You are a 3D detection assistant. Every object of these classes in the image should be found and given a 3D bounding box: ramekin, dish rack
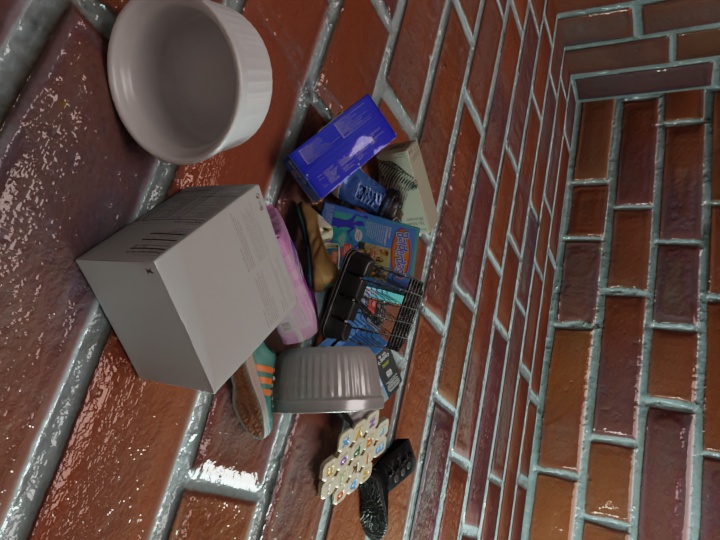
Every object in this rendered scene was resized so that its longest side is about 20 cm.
[{"bbox_3d":[-0.207,-0.240,0.723,0.098,0.198,0.203,-35,121,-61],"label":"ramekin"},{"bbox_3d":[0.031,0.061,0.996,0.199,0.054,0.155,19,92,-50],"label":"dish rack"},{"bbox_3d":[-0.059,0.190,1.005,0.199,0.198,0.107,18,67,-58],"label":"ramekin"}]

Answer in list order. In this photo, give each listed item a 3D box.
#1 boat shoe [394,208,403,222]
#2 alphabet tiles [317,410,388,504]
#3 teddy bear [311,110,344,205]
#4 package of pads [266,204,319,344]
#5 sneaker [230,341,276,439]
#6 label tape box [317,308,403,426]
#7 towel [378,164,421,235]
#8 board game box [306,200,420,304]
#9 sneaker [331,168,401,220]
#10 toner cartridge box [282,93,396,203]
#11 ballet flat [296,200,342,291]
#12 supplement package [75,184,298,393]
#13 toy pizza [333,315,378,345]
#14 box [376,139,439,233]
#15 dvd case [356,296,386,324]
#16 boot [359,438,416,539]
[{"bbox_3d":[0.055,-0.080,1.227,0.200,0.057,0.067,-38,154,-55],"label":"boat shoe"},{"bbox_3d":[-0.013,0.385,1.198,0.199,0.015,0.198,-25,130,-43],"label":"alphabet tiles"},{"bbox_3d":[-0.054,-0.216,1.106,0.200,0.066,0.147,-45,132,-49],"label":"teddy bear"},{"bbox_3d":[-0.130,0.008,0.938,0.121,0.075,0.202,-106,178,-57],"label":"package of pads"},{"bbox_3d":[-0.165,0.171,0.934,0.080,0.071,0.203,-28,115,-51],"label":"sneaker"},{"bbox_3d":[-0.004,0.202,1.164,0.144,0.063,0.201,-40,132,-22],"label":"label tape box"},{"bbox_3d":[0.101,-0.168,1.389,0.199,0.030,0.149,11,75,-57],"label":"towel"},{"bbox_3d":[0.007,-0.033,1.098,0.045,0.197,0.154,119,-16,-63],"label":"board game box"},{"bbox_3d":[0.023,-0.146,1.136,0.077,0.110,0.200,-61,162,4],"label":"sneaker"},{"bbox_3d":[-0.035,-0.219,1.031,0.200,0.043,0.095,-42,102,-21],"label":"toner cartridge box"},{"bbox_3d":[-0.071,-0.046,1.012,0.069,0.062,0.202,89,-10,-52],"label":"ballet flat"},{"bbox_3d":[-0.215,0.016,0.764,0.200,0.145,0.193,-49,132,-47],"label":"supplement package"},{"bbox_3d":[-0.015,0.094,1.225,0.199,0.031,0.203,0,90,-57],"label":"toy pizza"},{"bbox_3d":[0.109,-0.185,1.305,0.068,0.081,0.202,-51,128,-48],"label":"box"},{"bbox_3d":[0.000,0.000,1.200,0.200,0.022,0.147,48,41,-38],"label":"dvd case"},{"bbox_3d":[0.070,0.515,1.377,0.200,0.065,0.167,-21,112,-62],"label":"boot"}]
